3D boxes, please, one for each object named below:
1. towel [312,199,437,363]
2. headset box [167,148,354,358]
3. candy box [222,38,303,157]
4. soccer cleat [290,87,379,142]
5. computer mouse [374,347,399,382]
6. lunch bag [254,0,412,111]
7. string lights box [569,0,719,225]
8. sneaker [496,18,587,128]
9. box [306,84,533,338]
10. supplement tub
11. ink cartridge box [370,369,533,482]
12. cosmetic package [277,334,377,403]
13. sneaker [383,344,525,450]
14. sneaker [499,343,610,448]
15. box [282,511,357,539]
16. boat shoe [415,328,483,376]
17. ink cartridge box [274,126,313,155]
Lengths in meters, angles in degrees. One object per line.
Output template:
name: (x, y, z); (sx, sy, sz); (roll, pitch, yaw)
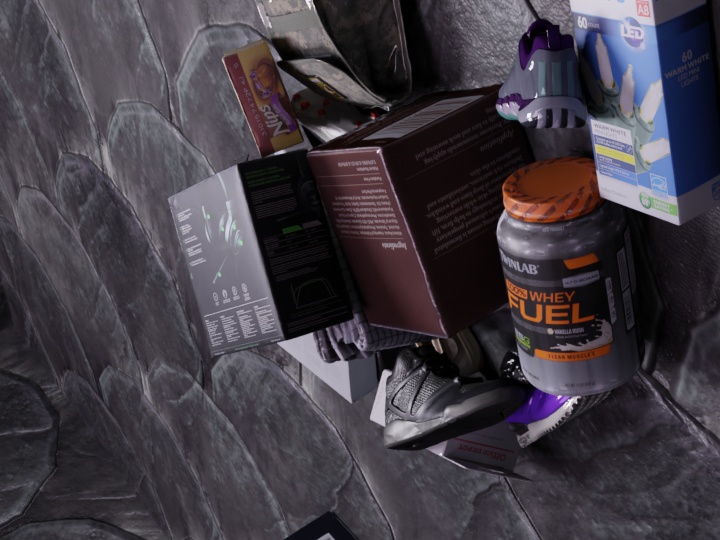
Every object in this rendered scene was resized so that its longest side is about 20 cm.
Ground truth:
towel: (0.000, 0.000, 1.482); (0.085, 0.165, 0.202); (-25, 81, 38)
headset box: (-0.112, -0.022, 1.404); (0.174, 0.092, 0.202); (-18, 89, 56)
candy box: (-0.112, -0.199, 1.494); (0.200, 0.056, 0.118); (-111, 0, -78)
soccer cleat: (-0.016, -0.162, 1.536); (0.199, 0.069, 0.078); (33, 148, 45)
computer mouse: (0.026, 0.046, 1.684); (0.140, 0.046, 0.202); (175, 79, -72)
lunch bag: (-0.028, -0.263, 1.397); (0.164, 0.117, 0.202); (18, 133, 65)
string lights box: (0.233, -0.149, 1.063); (0.103, 0.059, 0.202); (28, 138, 55)
sneaker: (0.162, -0.174, 1.139); (0.200, 0.073, 0.089); (-107, 15, -79)
box: (0.076, -0.062, 1.333); (0.164, 0.165, 0.202); (5, 119, 60)
supplement tub: (0.195, 0.005, 1.219); (0.122, 0.122, 0.202); (26, 137, 53)
ink cartridge box: (0.115, 0.182, 1.549); (0.199, 0.115, 0.069); (20, 93, 56)
cosmetic package: (-0.061, 0.060, 1.720); (0.199, 0.051, 0.152); (35, 145, 39)
sneaker: (0.094, 0.125, 1.435); (0.199, 0.076, 0.116); (-25, 64, 49)
sneaker: (0.193, 0.120, 1.401); (0.100, 0.069, 0.200); (60, 155, 11)
box: (-0.043, 0.546, 2.246); (0.148, 0.106, 0.202); (39, 146, 41)
boat shoe: (0.070, 0.047, 1.574); (0.201, 0.065, 0.072); (59, 155, 9)
ink cartridge box: (-0.062, -0.057, 1.710); (0.177, 0.044, 0.201); (-120, 20, -44)
